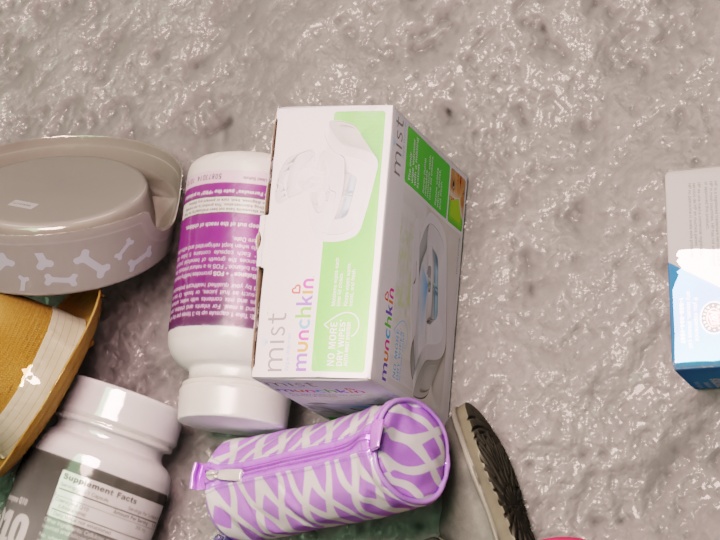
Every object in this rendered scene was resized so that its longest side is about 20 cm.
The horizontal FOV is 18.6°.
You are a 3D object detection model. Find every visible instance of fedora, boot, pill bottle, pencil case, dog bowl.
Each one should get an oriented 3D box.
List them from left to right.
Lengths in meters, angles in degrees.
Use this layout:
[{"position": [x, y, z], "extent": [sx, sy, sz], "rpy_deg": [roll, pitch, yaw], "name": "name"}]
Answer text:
[{"position": [-0.272, 0.071, 1.669], "extent": [0.082, 0.201, 0.201], "rpy_deg": [32, 87, -16], "name": "fedora"}, {"position": [-0.233, -0.042, 1.697], "extent": [0.200, 0.200, 0.059], "rpy_deg": [7, 116, 21], "name": "dog bowl"}, {"position": [-0.210, 0.186, 1.655], "extent": [0.114, 0.114, 0.200], "rpy_deg": [15, 80, 23], "name": "pill bottle"}, {"position": [-0.086, 0.020, 1.658], "extent": [0.112, 0.112, 0.200], "rpy_deg": [1, 75, 20], "name": "pill bottle"}, {"position": [-0.029, 0.142, 1.578], "extent": [0.200, 0.085, 0.084], "rpy_deg": [-18, 50, 40], "name": "pencil case"}, {"position": [0.024, 0.210, 1.597], "extent": [0.200, 0.073, 0.182], "rpy_deg": [-24, 67, 19], "name": "boot"}]

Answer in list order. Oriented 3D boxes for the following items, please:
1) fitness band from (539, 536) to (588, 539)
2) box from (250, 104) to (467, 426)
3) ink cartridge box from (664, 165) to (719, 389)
[{"position": [0.147, 0.283, 1.513], "extent": [0.143, 0.037, 0.200], "rpy_deg": [-19, 88, 11], "name": "fitness band"}, {"position": [0.000, 0.000, 1.598], "extent": [0.097, 0.176, 0.200], "rpy_deg": [0, 75, 20], "name": "box"}, {"position": [0.320, 0.000, 1.533], "extent": [0.200, 0.084, 0.145], "rpy_deg": [-5, 73, 19], "name": "ink cartridge box"}]
